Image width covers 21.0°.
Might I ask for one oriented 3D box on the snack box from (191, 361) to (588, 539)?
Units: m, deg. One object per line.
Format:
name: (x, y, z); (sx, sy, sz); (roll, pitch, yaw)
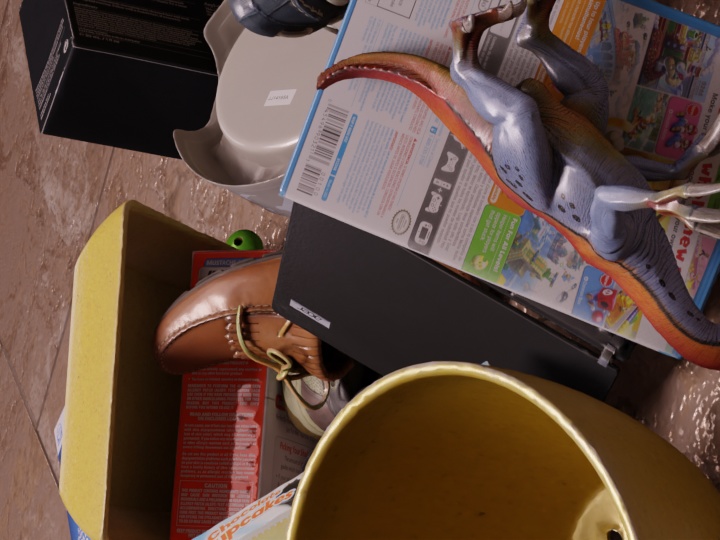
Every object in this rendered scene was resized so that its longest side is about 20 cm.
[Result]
snack box: (0.007, 0.144, 0.921); (0.200, 0.116, 0.037); (-31, 15, 9)

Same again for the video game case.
video game case: (0.079, -0.064, 0.874); (0.018, 0.199, 0.144); (-11, -57, -78)

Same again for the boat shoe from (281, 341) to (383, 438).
boat shoe: (-0.001, 0.000, 1.166); (0.066, 0.072, 0.202); (-11, 68, 50)

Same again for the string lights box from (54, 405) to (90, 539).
string lights box: (-0.151, 0.173, 1.375); (0.059, 0.102, 0.200); (-61, 31, 34)

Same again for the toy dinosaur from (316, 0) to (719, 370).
toy dinosaur: (0.106, -0.037, 0.841); (0.200, 0.105, 0.182); (-13, 101, 46)

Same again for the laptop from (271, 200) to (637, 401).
laptop: (0.067, -0.024, 0.941); (0.201, 0.177, 0.103); (-61, -8, 5)

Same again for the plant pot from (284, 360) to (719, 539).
plant pot: (0.084, 0.136, 0.813); (0.200, 0.142, 0.201); (0, 89, 45)

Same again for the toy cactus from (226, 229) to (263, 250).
toy cactus: (-0.112, 0.072, 1.361); (0.165, 0.102, 0.201); (-177, 87, -75)

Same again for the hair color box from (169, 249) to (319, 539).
hair color box: (-0.064, 0.096, 1.200); (0.064, 0.111, 0.201); (0, 78, 21)

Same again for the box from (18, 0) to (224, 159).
box: (-0.117, -0.143, 1.300); (0.079, 0.199, 0.141); (-61, 31, 36)

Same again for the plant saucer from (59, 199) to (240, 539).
plant saucer: (-0.127, 0.073, 1.184); (0.200, 0.048, 0.201); (29, -117, -69)

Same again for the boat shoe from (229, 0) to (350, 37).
boat shoe: (-0.024, -0.163, 1.046); (0.062, 0.075, 0.200); (-31, 13, 17)

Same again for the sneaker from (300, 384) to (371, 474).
sneaker: (0.033, 0.119, 1.025); (0.072, 0.083, 0.200); (-50, 19, -8)

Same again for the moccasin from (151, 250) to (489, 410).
moccasin: (-0.023, 0.032, 1.094); (0.074, 0.200, 0.078); (56, -154, -64)

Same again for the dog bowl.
dog bowl: (-0.019, -0.119, 1.158); (0.200, 0.059, 0.201); (-25, 44, 27)
